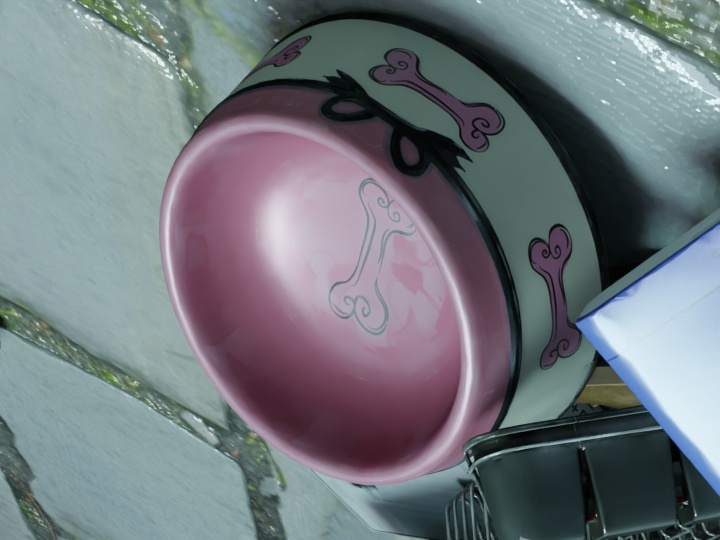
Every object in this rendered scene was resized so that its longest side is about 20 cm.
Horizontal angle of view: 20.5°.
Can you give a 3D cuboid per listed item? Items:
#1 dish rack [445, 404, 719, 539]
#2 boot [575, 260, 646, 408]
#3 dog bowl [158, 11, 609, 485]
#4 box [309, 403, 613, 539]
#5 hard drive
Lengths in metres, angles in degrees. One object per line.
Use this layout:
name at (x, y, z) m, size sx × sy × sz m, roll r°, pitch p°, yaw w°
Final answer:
dish rack at (0.106, 0.102, 0.847) m, size 0.152 × 0.055 × 0.200 m, roll -7°, pitch 164°, yaw -11°
boot at (0.090, 0.040, 0.894) m, size 0.199 × 0.074 × 0.075 m, roll 1°, pitch 149°, yaw 49°
dog bowl at (0.000, 0.000, 0.827) m, size 0.199 × 0.074 × 0.201 m, roll 22°, pitch 127°, yaw 32°
box at (0.046, 0.090, 1.046) m, size 0.200 × 0.060 × 0.117 m, roll -1°, pitch 139°, yaw 53°
hard drive at (0.190, 0.058, 0.717) m, size 0.132 × 0.025 × 0.200 m, roll -38°, pitch 95°, yaw 32°
